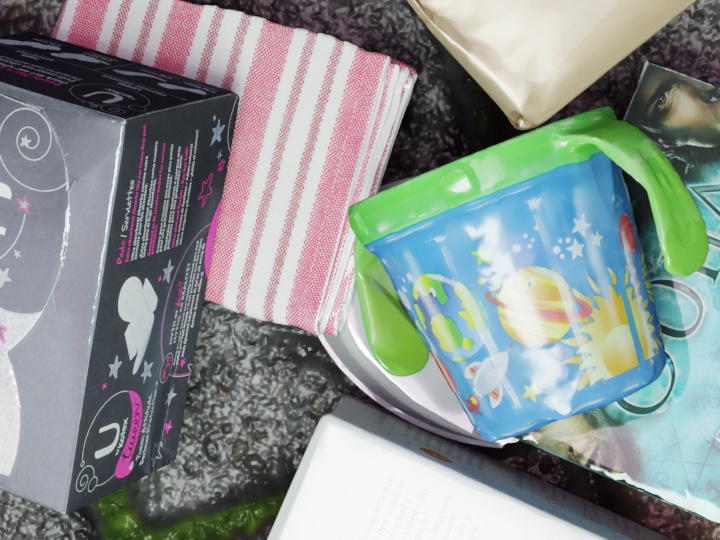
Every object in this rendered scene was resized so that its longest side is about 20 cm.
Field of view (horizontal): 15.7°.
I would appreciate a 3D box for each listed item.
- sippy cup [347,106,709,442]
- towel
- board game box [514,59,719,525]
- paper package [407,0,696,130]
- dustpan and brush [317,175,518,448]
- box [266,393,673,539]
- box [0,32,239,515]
[{"bbox_3d":[0.079,0.006,1.229,0.140,0.178,0.130,-22,89,-10],"label":"sippy cup"},{"bbox_3d":[-0.079,-0.061,1.330,0.200,0.030,0.146,17,93,22],"label":"towel"},{"bbox_3d":[0.165,0.012,1.285,0.135,0.028,0.200,22,90,13],"label":"board game box"},{"bbox_3d":[0.122,-0.170,1.248,0.200,0.191,0.103,-39,95,7],"label":"paper package"},{"bbox_3d":[0.000,0.000,1.341,0.200,0.057,0.140,17,87,-4],"label":"dustpan and brush"},{"bbox_3d":[0.056,0.152,1.289,0.200,0.152,0.106,24,93,3],"label":"box"},{"bbox_3d":[-0.157,-0.003,1.281,0.132,0.115,0.200,17,106,22],"label":"box"}]
